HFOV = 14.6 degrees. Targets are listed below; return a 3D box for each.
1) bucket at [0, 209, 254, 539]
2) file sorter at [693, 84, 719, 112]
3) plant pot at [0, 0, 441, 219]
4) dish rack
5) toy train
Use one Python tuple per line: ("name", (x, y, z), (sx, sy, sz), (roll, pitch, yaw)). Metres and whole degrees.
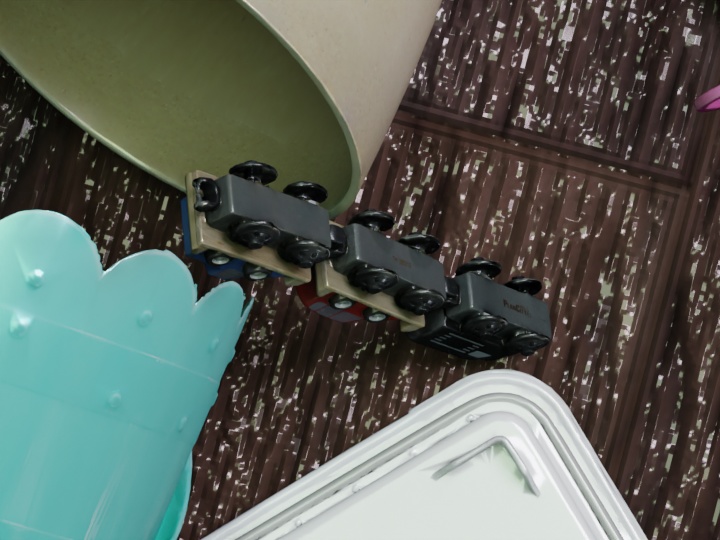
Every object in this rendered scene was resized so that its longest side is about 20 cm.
("bucket", (-0.150, 0.043, 1.016), (0.206, 0.207, 0.136), (16, 85, 4))
("file sorter", (0.178, -0.133, 1.056), (0.138, 0.125, 0.201), (-25, 83, 27))
("plant pot", (-0.031, -0.154, 1.077), (0.187, 0.187, 0.201), (31, 67, 5))
("dish rack", (0.024, 0.152, 1.089), (0.199, 0.044, 0.172), (-31, 84, -1))
("toy train", (0.000, 0.000, 1.053), (0.046, 0.200, 0.034), (-21, 62, 34))
